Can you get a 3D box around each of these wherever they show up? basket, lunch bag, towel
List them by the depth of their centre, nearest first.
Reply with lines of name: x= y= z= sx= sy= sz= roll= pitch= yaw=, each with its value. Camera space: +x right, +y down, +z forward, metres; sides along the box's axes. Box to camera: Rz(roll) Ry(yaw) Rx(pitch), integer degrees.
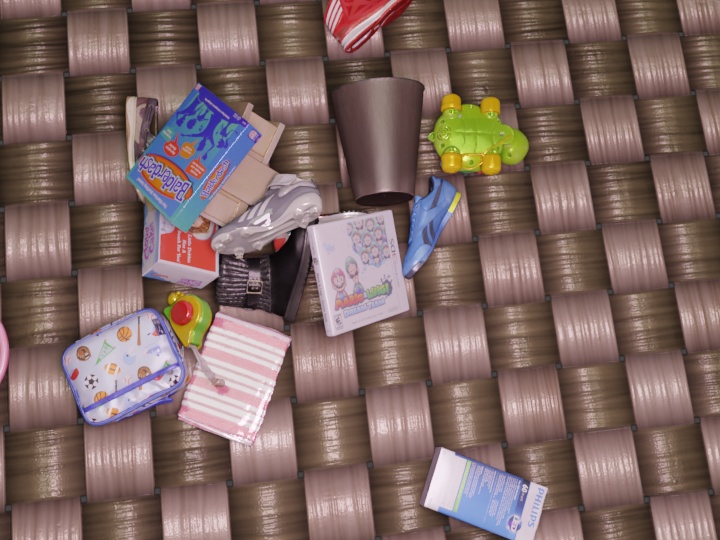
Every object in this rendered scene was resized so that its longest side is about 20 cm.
lunch bag: x=-0.391 y=0.167 z=1.373 sx=0.197 sy=0.076 sz=0.163 roll=-25 pitch=80 yaw=-6
towel: x=-0.218 y=0.187 z=1.413 sx=0.143 sy=0.030 sz=0.204 roll=19 pitch=74 yaw=-1
basket: x=0.038 y=-0.229 z=1.474 sx=0.176 sy=0.136 sz=0.205 roll=-5 pitch=82 yaw=1

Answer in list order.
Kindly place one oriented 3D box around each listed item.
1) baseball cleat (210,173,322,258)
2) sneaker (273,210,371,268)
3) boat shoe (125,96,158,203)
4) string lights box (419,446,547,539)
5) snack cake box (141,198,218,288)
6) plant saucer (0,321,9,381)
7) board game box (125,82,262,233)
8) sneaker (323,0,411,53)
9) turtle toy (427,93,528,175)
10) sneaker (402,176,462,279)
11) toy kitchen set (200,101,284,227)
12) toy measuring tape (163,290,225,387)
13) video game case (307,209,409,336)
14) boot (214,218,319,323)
baseball cleat: x=-0.159 y=-0.095 z=1.346 sx=0.196 sy=0.070 sz=0.108 roll=-19 pitch=55 yaw=-1
sneaker: x=-0.063 y=-0.055 z=1.464 sx=0.195 sy=0.070 sz=0.096 roll=-7 pitch=93 yaw=-6
boat shoe: x=-0.384 y=-0.223 z=1.462 sx=0.063 sy=0.072 sz=0.205 roll=-9 pitch=73 yaw=-3
string lights box: x=0.211 y=0.388 z=1.391 sx=0.196 sy=0.059 sz=0.105 roll=21 pitch=77 yaw=-1
snack cake box: x=-0.308 y=-0.082 z=1.394 sx=0.113 sy=0.067 sz=0.204 roll=16 pitch=59 yaw=-37
plant saucer: x=-0.690 y=0.145 z=1.363 sx=0.195 sy=0.051 sz=0.206 roll=1 pitch=78 yaw=-6
board game box: x=-0.274 y=-0.186 z=1.317 sx=0.151 sy=0.045 sz=0.201 roll=38 pitch=90 yaw=32
sneaker: x=0.013 y=-0.525 z=1.561 sx=0.199 sy=0.078 sz=0.116 roll=-41 pitch=85 yaw=-13
turtle toy: x=0.220 y=-0.239 z=1.505 sx=0.195 sy=0.101 sz=0.149 roll=3 pitch=78 yaw=-5
sneaker: x=0.111 y=-0.080 z=1.476 sx=0.078 sy=0.066 sz=0.203 roll=31 pitch=72 yaw=-7
toy kitchen set: x=-0.208 y=-0.170 z=1.439 sx=0.162 sy=0.179 sz=0.203 roll=28 pitch=86 yaw=-33
toy measuring tape: x=-0.272 y=0.104 z=1.384 sx=0.073 sy=0.074 sz=0.201 roll=-34 pitch=61 yaw=-11
video game case: x=0.000 y=0.000 z=1.396 sx=0.198 sy=0.023 sz=0.187 roll=-15 pitch=96 yaw=-45
boot: x=-0.163 y=-0.017 z=1.395 sx=0.154 sy=0.080 sz=0.215 roll=17 pitch=109 yaw=-2
